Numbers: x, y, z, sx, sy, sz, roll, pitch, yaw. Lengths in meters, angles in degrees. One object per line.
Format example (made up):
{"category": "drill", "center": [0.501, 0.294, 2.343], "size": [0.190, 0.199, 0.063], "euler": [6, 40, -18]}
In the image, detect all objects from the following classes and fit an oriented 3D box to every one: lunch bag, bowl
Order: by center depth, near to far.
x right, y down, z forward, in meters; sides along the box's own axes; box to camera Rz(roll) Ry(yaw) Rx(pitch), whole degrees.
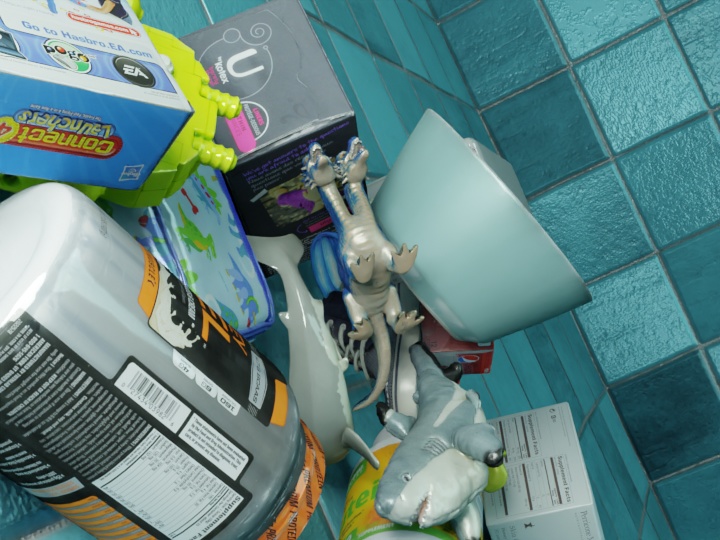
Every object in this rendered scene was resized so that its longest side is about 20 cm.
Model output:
{"category": "lunch bag", "center": [-0.135, -0.035, 0.755], "size": [0.200, 0.082, 0.161], "euler": [67, 12, 6]}
{"category": "bowl", "center": [0.080, -0.021, 0.919], "size": [0.201, 0.105, 0.201], "euler": [50, 4, -5]}

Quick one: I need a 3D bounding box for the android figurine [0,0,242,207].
{"category": "android figurine", "center": [-0.162, -0.104, 0.636], "size": [0.200, 0.041, 0.182], "euler": [18, 44, -17]}

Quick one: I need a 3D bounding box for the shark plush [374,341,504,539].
{"category": "shark plush", "center": [0.050, 0.106, 0.836], "size": [0.200, 0.083, 0.091], "euler": [-88, -173, -47]}

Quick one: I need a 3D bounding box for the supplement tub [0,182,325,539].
{"category": "supplement tub", "center": [-0.113, 0.063, 0.557], "size": [0.200, 0.122, 0.123], "euler": [47, 23, -34]}

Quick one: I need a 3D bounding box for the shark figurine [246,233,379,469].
{"category": "shark figurine", "center": [-0.053, 0.078, 0.839], "size": [0.128, 0.089, 0.215], "euler": [-136, -150, -62]}

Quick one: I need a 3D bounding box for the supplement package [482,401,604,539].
{"category": "supplement package", "center": [0.203, 0.275, 1.246], "size": [0.156, 0.111, 0.200], "euler": [-92, 164, -56]}

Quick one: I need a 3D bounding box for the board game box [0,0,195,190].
{"category": "board game box", "center": [-0.203, -0.133, 0.522], "size": [0.200, 0.056, 0.196], "euler": [6, 43, -48]}

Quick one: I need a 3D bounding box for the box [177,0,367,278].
{"category": "box", "center": [-0.065, -0.099, 0.906], "size": [0.200, 0.106, 0.122], "euler": [80, -15, -65]}

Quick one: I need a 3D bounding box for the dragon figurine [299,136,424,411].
{"category": "dragon figurine", "center": [0.000, 0.000, 0.841], "size": [0.099, 0.059, 0.200], "euler": [-123, -159, -51]}

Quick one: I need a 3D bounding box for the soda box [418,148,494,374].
{"category": "soda box", "center": [0.081, -0.009, 1.041], "size": [0.070, 0.063, 0.201], "euler": [81, 6, -67]}

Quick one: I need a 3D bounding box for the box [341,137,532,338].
{"category": "box", "center": [0.084, -0.015, 1.217], "size": [0.172, 0.200, 0.199], "euler": [69, 17, 9]}

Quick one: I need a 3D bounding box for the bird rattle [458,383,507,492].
{"category": "bird rattle", "center": [0.078, 0.179, 1.158], "size": [0.200, 0.112, 0.163], "euler": [-111, -178, -66]}

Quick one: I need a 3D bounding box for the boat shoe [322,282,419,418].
{"category": "boat shoe", "center": [0.007, 0.073, 1.015], "size": [0.200, 0.092, 0.075], "euler": [-87, 174, -69]}

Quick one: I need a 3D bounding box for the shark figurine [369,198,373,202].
{"category": "shark figurine", "center": [-0.072, -0.094, 1.075], "size": [0.215, 0.128, 0.090], "euler": [54, -11, 6]}

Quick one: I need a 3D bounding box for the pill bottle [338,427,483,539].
{"category": "pill bottle", "center": [0.040, 0.199, 0.903], "size": [0.111, 0.111, 0.200], "euler": [60, 16, -17]}
